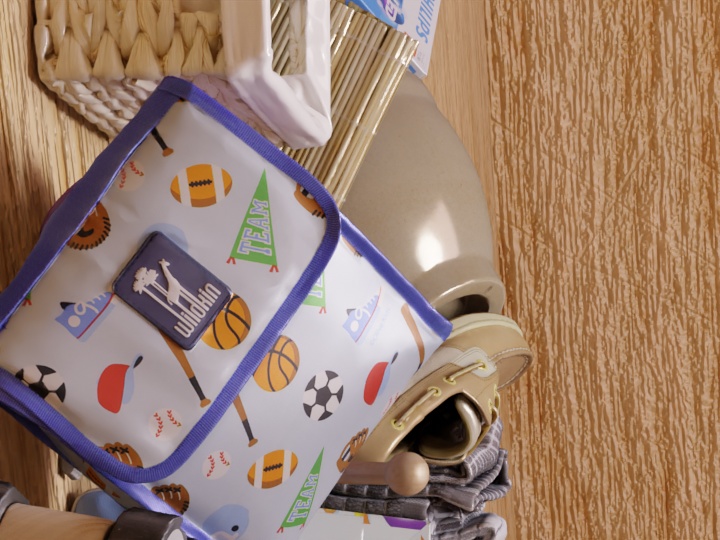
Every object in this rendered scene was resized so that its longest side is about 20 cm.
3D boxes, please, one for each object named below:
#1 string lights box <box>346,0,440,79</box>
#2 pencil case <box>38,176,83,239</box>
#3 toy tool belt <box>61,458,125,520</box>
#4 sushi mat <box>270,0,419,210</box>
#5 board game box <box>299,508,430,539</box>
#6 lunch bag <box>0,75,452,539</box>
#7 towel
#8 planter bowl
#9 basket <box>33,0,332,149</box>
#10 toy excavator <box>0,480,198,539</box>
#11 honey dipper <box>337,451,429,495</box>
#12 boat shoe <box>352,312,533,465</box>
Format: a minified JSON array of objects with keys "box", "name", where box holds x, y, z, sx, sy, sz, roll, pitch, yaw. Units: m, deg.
[{"box":[-0.039,-0.198,1.750,0.200,0.059,0.103,47,26,-21],"name":"string lights box"},{"box":[-0.080,0.020,1.472,0.200,0.085,0.084,44,14,-49],"name":"pencil case"},{"box":[-0.084,0.152,1.478,0.125,0.123,0.200,65,24,-70],"name":"toy tool belt"},{"box":[-0.050,-0.061,1.595,0.012,0.096,0.200,84,31,-84],"name":"sushi mat"},{"box":[-0.037,0.206,1.615,0.200,0.103,0.105,131,-36,-67],"name":"board game box"},{"box":[-0.076,0.030,1.335,0.170,0.124,0.200,-54,134,-12],"name":"lunch bag"},{"box":[-0.010,0.124,1.721,0.166,0.199,0.086,1,91,-82],"name":"towel"},{"box":[0.000,0.000,1.682,0.135,0.200,0.200,49,-7,21],"name":"planter bowl"},{"box":[-0.089,-0.142,1.499,0.200,0.123,0.136,48,41,-79],"name":"basket"},{"box":[-0.134,0.209,1.290,0.194,0.100,0.200,57,46,-71],"name":"toy excavator"},{"box":[-0.043,0.106,1.537,0.038,0.200,0.038,6,83,-51],"name":"honey dipper"},{"box":[0.039,0.077,1.615,0.200,0.066,0.074,-19,149,-50],"name":"boat shoe"}]
